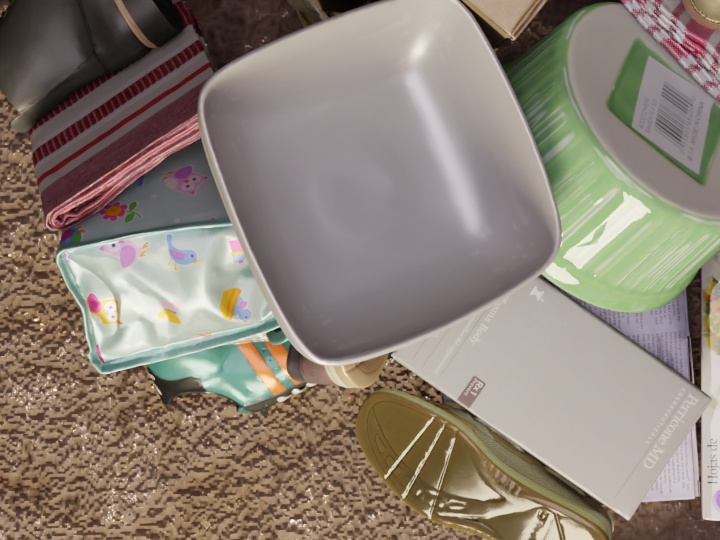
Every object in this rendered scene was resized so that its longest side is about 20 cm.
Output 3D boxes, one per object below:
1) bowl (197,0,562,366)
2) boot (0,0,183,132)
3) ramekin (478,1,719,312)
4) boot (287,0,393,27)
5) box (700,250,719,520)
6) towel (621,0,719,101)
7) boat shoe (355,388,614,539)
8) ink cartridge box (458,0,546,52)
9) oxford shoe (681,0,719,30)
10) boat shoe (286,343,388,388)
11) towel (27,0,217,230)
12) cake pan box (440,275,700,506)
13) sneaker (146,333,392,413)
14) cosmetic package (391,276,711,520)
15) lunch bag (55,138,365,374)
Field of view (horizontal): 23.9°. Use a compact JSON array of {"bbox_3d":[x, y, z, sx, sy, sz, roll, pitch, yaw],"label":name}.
[{"bbox_3d":[0.007,-0.054,1.057,0.199,0.075,0.201,-23,89,-17],"label":"bowl"},{"bbox_3d":[-0.229,-0.211,1.193,0.138,0.077,0.201,-33,67,10],"label":"boot"},{"bbox_3d":[0.178,-0.082,1.142,0.200,0.200,0.098,44,135,-3],"label":"ramekin"},{"bbox_3d":[0.001,-0.177,1.152,0.072,0.155,0.200,-43,113,0],"label":"boot"},{"bbox_3d":[0.264,0.078,1.222,0.038,0.041,0.202,0,85,12],"label":"box"},{"bbox_3d":[0.227,-0.210,1.174,0.200,0.146,0.030,45,135,-2],"label":"towel"},{"bbox_3d":[0.088,0.145,1.202,0.200,0.063,0.074,29,112,6],"label":"boat shoe"},{"bbox_3d":[0.055,-0.228,1.139,0.164,0.200,0.075,39,93,-3],"label":"ink cartridge box"},{"bbox_3d":[0.285,-0.237,1.082,0.071,0.074,0.201,36,94,0],"label":"oxford shoe"},{"bbox_3d":[0.000,0.000,1.186,0.064,0.201,0.072,-4,135,28],"label":"boat shoe"},{"bbox_3d":[-0.163,-0.112,1.167,0.144,0.200,0.023,-33,122,4],"label":"towel"},{"bbox_3d":[0.149,0.079,1.239,0.183,0.052,0.202,-5,95,4],"label":"cake pan box"},{"bbox_3d":[-0.057,0.060,1.239,0.198,0.071,0.080,0,115,-4],"label":"sneaker"},{"bbox_3d":[0.129,0.070,1.173,0.199,0.090,0.107,33,92,2],"label":"cosmetic package"},{"bbox_3d":[-0.096,-0.030,1.167,0.198,0.171,0.123,-13,120,1],"label":"lunch bag"}]
